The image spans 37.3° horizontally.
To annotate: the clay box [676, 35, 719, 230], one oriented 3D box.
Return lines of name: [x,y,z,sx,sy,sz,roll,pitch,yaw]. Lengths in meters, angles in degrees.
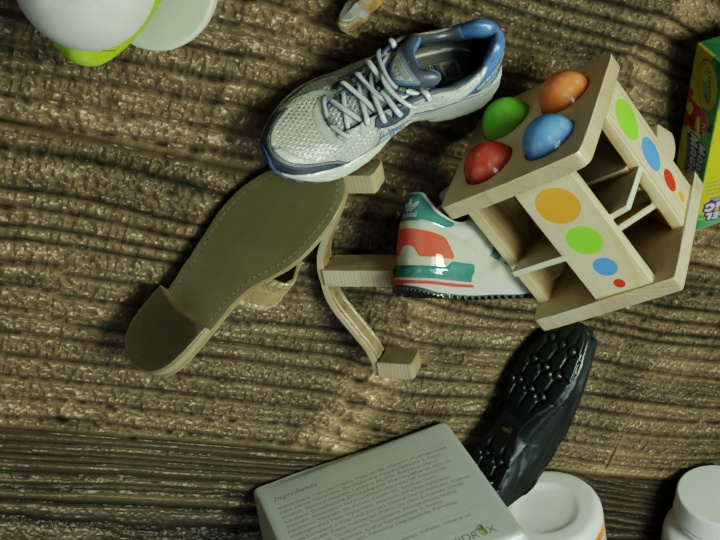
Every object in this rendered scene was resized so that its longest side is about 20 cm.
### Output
clay box: [0.337,-0.116,0.925,0.115,0.048,0.200,-18,134,-12]

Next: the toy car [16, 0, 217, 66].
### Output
toy car: [-0.150,-0.225,0.626,0.150,0.175,0.200,29,107,3]

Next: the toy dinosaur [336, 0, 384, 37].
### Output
toy dinosaur: [0.064,-0.237,0.767,0.200,0.060,0.106,-23,148,-4]

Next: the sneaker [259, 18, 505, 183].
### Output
sneaker: [0.018,-0.132,0.765,0.200,0.085,0.077,-29,84,-14]

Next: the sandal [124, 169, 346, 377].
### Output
sandal: [-0.089,0.002,0.828,0.212,0.078,0.070,-44,158,2]

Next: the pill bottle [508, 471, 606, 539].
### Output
pill bottle: [0.199,0.310,1.087,0.109,0.110,0.200,-21,123,-11]

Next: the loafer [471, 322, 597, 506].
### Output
loafer: [0.166,0.136,1.007,0.070,0.068,0.201,9,112,-48]

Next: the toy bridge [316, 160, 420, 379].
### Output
toy bridge: [0.000,0.000,0.859,0.067,0.027,0.200,1,123,22]

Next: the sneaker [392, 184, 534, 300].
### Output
sneaker: [0.105,-0.024,0.875,0.199,0.070,0.094,-1,91,-43]

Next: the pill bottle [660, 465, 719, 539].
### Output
pill bottle: [0.385,0.321,1.170,0.114,0.114,0.200,-13,122,-17]

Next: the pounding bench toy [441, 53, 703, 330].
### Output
pounding bench toy: [0.171,-0.088,0.836,0.124,0.200,0.156,-21,121,40]

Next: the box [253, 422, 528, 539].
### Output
box: [0.031,0.285,0.962,0.200,0.171,0.199,-16,122,-13]
